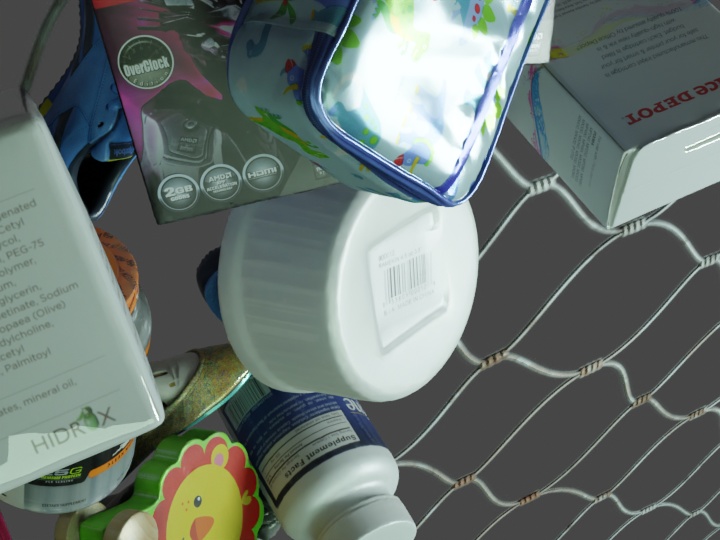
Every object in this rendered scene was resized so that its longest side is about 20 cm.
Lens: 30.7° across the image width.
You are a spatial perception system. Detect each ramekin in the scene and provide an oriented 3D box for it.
[{"bbox_3d":[0.000,0.000,0.955,0.200,0.098,0.201,-17,112,-48],"label":"ramekin"}]

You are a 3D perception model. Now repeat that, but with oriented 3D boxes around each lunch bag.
[{"bbox_3d":[0.030,-0.143,0.686,0.161,0.082,0.200,33,77,-50],"label":"lunch bag"}]

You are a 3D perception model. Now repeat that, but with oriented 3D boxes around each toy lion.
[{"bbox_3d":[-0.144,0.232,1.029,0.192,0.069,0.201,-15,105,-55],"label":"toy lion"}]

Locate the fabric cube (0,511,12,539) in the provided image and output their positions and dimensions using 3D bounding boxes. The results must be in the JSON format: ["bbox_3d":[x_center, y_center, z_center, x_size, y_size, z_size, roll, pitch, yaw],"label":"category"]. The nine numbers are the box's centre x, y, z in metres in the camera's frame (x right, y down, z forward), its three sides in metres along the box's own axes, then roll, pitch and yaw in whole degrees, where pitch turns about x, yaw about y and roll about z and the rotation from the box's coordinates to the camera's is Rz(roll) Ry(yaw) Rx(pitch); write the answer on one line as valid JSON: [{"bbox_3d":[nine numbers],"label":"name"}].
[{"bbox_3d":[-0.349,0.279,0.993,0.199,0.196,0.200,-22,145,-21],"label":"fabric cube"}]

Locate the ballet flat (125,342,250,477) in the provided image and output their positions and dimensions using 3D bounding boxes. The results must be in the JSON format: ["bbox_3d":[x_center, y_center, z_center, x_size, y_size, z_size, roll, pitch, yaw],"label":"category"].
[{"bbox_3d":[-0.176,0.114,1.069,0.200,0.071,0.071,-39,147,3],"label":"ballet flat"}]

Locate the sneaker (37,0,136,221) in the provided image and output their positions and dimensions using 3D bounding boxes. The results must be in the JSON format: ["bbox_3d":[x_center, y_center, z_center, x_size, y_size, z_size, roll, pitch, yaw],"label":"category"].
[{"bbox_3d":[-0.141,-0.117,0.788,0.066,0.078,0.200,1,131,-40],"label":"sneaker"}]

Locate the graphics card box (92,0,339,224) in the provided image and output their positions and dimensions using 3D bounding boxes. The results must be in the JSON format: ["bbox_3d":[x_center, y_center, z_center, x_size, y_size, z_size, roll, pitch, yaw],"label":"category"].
[{"bbox_3d":[-0.078,-0.134,0.723,0.125,0.051,0.200,-13,118,-3],"label":"graphics card box"}]

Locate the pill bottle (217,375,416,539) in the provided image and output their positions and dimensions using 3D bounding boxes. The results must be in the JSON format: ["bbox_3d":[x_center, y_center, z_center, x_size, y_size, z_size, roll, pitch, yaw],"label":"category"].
[{"bbox_3d":[-0.036,0.161,1.121,0.111,0.200,0.111,-24,146,-17],"label":"pill bottle"}]

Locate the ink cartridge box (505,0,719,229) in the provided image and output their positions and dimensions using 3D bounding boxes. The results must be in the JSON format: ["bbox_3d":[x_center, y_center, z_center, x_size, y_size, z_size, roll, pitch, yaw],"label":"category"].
[{"bbox_3d":[0.180,-0.142,0.931,0.145,0.200,0.083,-22,145,-19],"label":"ink cartridge box"}]

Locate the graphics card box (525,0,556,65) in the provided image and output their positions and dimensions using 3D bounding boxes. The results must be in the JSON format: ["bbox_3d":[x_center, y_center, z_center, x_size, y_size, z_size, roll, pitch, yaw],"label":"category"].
[{"bbox_3d":[0.066,-0.223,0.789,0.125,0.051,0.201,-9,113,-37],"label":"graphics card box"}]

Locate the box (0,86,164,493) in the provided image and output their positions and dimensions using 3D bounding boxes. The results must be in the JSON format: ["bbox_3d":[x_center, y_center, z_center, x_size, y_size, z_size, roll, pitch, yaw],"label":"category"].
[{"bbox_3d":[-0.233,0.018,0.697,0.200,0.199,0.172,-22,107,-10],"label":"box"}]

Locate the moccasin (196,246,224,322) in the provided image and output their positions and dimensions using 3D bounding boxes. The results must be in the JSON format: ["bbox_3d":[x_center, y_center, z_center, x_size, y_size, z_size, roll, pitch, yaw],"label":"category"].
[{"bbox_3d":[-0.061,0.014,1.039,0.080,0.068,0.200,-39,147,20],"label":"moccasin"}]

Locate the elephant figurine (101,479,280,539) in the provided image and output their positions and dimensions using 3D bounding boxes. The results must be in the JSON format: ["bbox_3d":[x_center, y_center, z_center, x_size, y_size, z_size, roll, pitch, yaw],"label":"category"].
[{"bbox_3d":[-0.182,0.229,1.145,0.200,0.141,0.155,-14,128,-39],"label":"elephant figurine"}]

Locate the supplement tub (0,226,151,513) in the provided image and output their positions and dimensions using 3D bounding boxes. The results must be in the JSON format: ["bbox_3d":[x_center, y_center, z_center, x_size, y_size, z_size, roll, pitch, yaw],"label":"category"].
[{"bbox_3d":[-0.212,0.069,0.918,0.122,0.123,0.200,-16,142,-28],"label":"supplement tub"}]
